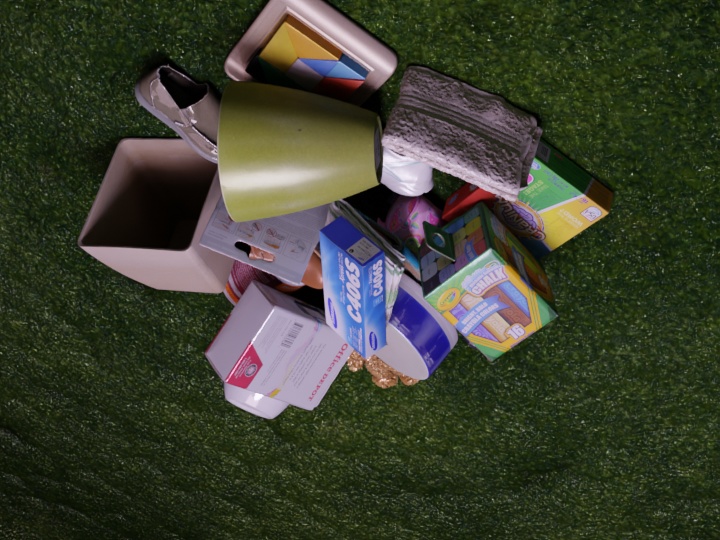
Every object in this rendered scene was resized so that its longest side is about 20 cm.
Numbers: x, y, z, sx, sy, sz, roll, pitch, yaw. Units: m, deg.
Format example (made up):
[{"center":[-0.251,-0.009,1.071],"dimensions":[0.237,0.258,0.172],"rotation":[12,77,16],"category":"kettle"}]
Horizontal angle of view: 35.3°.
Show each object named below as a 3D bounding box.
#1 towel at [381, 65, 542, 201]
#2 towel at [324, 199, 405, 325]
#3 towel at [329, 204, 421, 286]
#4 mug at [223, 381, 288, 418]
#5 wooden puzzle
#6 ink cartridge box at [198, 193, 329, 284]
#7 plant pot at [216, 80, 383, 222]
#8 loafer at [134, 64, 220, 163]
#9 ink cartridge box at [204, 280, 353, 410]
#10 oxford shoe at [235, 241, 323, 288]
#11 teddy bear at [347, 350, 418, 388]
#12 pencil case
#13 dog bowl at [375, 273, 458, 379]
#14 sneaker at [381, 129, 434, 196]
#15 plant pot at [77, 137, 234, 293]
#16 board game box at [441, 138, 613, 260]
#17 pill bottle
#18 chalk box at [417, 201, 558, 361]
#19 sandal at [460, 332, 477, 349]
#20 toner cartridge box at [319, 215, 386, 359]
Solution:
[{"center":[0.133,-0.178,1.457],"dimensions":[0.197,0.134,0.035],"rotation":[22,148,-2],"category":"towel"},{"center":[0.000,0.000,1.640],"dimensions":[0.149,0.031,0.201],"rotation":[46,153,21],"category":"towel"},{"center":[0.044,-0.028,1.680],"dimensions":[0.146,0.022,0.200],"rotation":[35,174,32],"category":"towel"},{"center":[-0.162,0.147,1.920],"dimensions":[0.146,0.178,0.200],"rotation":[19,165,14],"category":"mug"},{"center":[-0.072,-0.273,1.520],"dimensions":[0.184,0.038,0.200],"rotation":[33,142,-15],"category":"wooden puzzle"},{"center":[-0.131,-0.075,1.657],"dimensions":[0.158,0.202,0.047],"rotation":[22,145,-1],"category":"ink cartridge box"},{"center":[-0.072,-0.162,1.514],"dimensions":[0.196,0.189,0.189],"rotation":[-1,140,9],"category":"plant pot"},{"center":[-0.231,-0.223,1.627],"dimensions":[0.198,0.076,0.070],"rotation":[32,147,-13],"category":"loafer"},{"center":[-0.123,0.121,1.784],"dimensions":[0.199,0.149,0.086],"rotation":[26,-168,-46],"category":"ink cartridge box"},{"center":[-0.130,-0.023,1.678],"dimensions":[0.198,0.071,0.072],"rotation":[30,130,6],"category":"oxford shoe"},{"center":[0.038,0.144,1.959],"dimensions":[0.143,0.067,0.201],"rotation":[7,142,14],"category":"teddy bear"},{"center":[0.118,-0.034,1.679],"dimensions":[0.199,0.088,0.087],"rotation":[39,140,-24],"category":"pencil case"},{"center":[0.054,0.079,1.796],"dimensions":[0.199,0.079,0.201],"rotation":[37,162,14],"category":"dog bowl"},{"center":[0.008,-0.164,1.600],"dimensions":[0.197,0.071,0.081],"rotation":[7,133,9],"category":"sneaker"},{"center":[-0.285,-0.070,1.760],"dimensions":[0.197,0.202,0.178],"rotation":[3,149,22],"category":"plant pot"},{"center":[0.232,-0.091,1.593],"dimensions":[0.152,0.041,0.200],"rotation":[33,142,-15],"category":"board game box"},{"center":[-0.132,-0.016,1.805],"dimensions":[0.112,0.114,0.199],"rotation":[36,141,-20],"category":"pill bottle"},{"center":[0.162,0.001,1.576],"dimensions":[0.123,0.126,0.200],"rotation":[-35,120,21],"category":"chalk box"},{"center":[0.196,0.097,1.729],"dimensions":[0.075,0.200,0.043],"rotation":[28,104,13],"category":"sandal"},{"center":[-0.009,0.027,1.603],"dimensions":[0.095,0.043,0.202],"rotation":[41,151,32],"category":"toner cartridge box"}]
